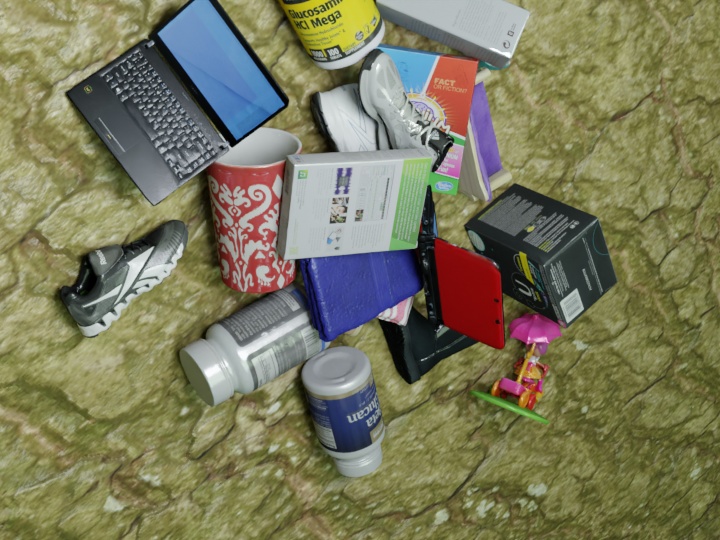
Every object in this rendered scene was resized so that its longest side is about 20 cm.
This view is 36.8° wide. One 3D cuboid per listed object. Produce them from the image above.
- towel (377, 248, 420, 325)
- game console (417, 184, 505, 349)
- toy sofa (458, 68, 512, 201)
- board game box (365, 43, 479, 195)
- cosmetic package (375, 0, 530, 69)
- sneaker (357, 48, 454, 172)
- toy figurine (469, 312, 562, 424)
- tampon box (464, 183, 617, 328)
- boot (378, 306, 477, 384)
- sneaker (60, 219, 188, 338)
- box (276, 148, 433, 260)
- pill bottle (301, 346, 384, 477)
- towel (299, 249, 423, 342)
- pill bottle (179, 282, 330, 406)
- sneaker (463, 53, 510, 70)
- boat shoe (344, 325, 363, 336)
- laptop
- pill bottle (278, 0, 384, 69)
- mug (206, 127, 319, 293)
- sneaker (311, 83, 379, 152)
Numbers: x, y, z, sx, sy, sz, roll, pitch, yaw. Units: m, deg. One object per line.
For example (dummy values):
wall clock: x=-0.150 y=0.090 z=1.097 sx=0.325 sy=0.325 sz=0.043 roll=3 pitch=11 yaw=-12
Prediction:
towel: x=0.024 y=-0.005 z=1.630 sx=0.200 sy=0.030 sz=0.146 roll=20 pitch=86 yaw=-42
game console: x=0.150 y=-0.005 z=1.594 sx=0.119 sy=0.172 sz=0.200 roll=-2 pitch=139 yaw=8
toy sofa: x=0.181 y=-0.211 z=1.691 sx=0.083 sy=0.098 sz=0.200 roll=-32 pitch=126 yaw=-21
board game box: x=0.083 y=-0.221 z=1.590 sx=0.153 sy=0.040 sz=0.200 roll=9 pitch=110 yaw=6
cosmetic package: x=0.124 y=-0.354 z=1.495 sx=0.200 sy=0.101 sz=0.071 roll=23 pitch=92 yaw=-1
sneaker: x=0.073 y=-0.214 z=1.483 sx=0.076 sy=0.115 sz=0.201 roll=-53 pitch=144 yaw=-26
toy figurine: x=0.307 y=0.168 z=1.960 sx=0.200 sy=0.150 sz=0.184 roll=29 pitch=82 yaw=-63
tampon box: x=0.298 y=-0.027 z=1.796 sx=0.126 sy=0.200 sz=0.150 roll=-39 pitch=128 yaw=-16
boot: x=0.123 y=0.079 z=1.794 sx=0.168 sy=0.076 sz=0.200 roll=-32 pitch=133 yaw=-17
sneaker: x=-0.315 y=-0.005 z=1.434 sx=0.200 sy=0.066 sz=0.091 roll=-44 pitch=132 yaw=-9
box: x=-0.008 y=-0.090 z=1.453 sx=0.200 sy=0.036 sz=0.144 roll=-4 pitch=123 yaw=-22
pill bottle: x=-0.021 y=0.231 z=1.736 sx=0.111 sy=0.111 sz=0.200 roll=-29 pitch=125 yaw=-24
towel: x=0.000 y=0.000 z=1.565 sx=0.200 sy=0.050 sz=0.148 roll=-28 pitch=116 yaw=-35
pill bottle: x=-0.153 y=0.109 z=1.578 sx=0.200 sy=0.114 sz=0.114 roll=-29 pitch=125 yaw=-23
sneaker: x=0.160 y=-0.387 z=1.623 sx=0.200 sy=0.078 sz=0.091 roll=36 pitch=65 yaw=-39
boat shoe: x=-0.029 y=0.005 z=1.658 sx=0.064 sy=0.071 sz=0.200 roll=-6 pitch=104 yaw=-30
laptop: x=-0.224 y=-0.212 z=1.337 sx=0.200 sy=0.103 sz=0.177 roll=-39 pitch=99 yaw=-17
pill bottle: x=-0.055 y=-0.374 z=1.427 sx=0.112 sy=0.112 sz=0.200 roll=-43 pitch=129 yaw=-13
mug: x=-0.124 y=-0.077 z=1.485 sx=0.133 sy=0.177 sz=0.200 roll=-64 pitch=158 yaw=-58
sneaker: x=0.001 y=-0.175 z=1.560 sx=0.087 sy=0.075 sz=0.200 roll=-25 pitch=115 yaw=-9
